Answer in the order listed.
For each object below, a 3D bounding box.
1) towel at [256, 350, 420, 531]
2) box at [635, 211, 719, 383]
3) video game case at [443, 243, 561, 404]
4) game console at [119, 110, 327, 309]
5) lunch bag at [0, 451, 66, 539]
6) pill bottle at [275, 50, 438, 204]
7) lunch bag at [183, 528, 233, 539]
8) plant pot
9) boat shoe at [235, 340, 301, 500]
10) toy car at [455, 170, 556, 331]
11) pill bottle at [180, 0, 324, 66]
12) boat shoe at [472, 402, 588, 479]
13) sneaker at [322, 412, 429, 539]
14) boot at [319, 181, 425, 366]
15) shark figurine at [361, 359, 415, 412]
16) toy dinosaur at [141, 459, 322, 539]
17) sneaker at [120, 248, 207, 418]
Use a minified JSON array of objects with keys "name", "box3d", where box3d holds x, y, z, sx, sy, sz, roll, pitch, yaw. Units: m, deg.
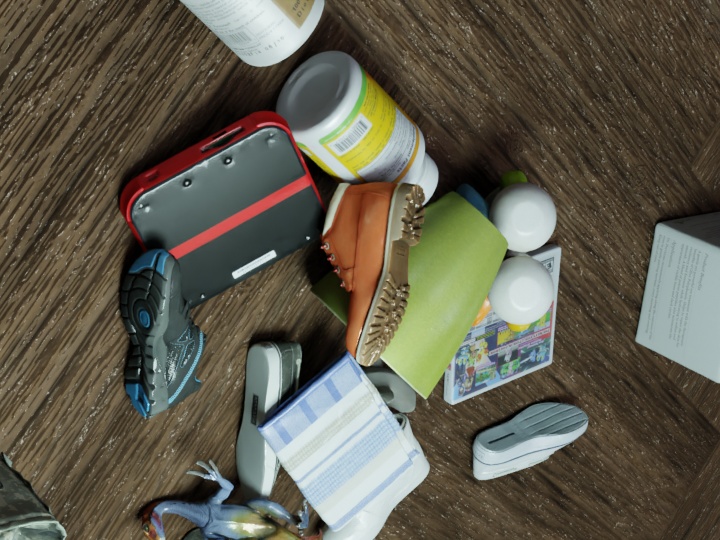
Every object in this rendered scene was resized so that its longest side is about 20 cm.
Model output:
[{"name":"towel","box3d":[-0.024,0.206,1.585,0.147,0.024,0.201,-40,124,-11]},{"name":"box","box3d":[0.555,0.033,2.015,0.198,0.171,0.202,-11,116,-37]},{"name":"video game case","box3d":[0.195,0.072,1.824,0.198,0.023,0.185,-18,120,-36]},{"name":"game console","box3d":[-0.143,-0.063,1.426,0.198,0.031,0.178,-29,133,-5]},{"name":"lunch bag","box3d":[-0.402,0.264,1.288,0.199,0.163,0.118,-39,132,-22]},{"name":"pill bottle","box3d":[0.004,-0.146,1.495,0.112,0.111,0.200,-56,134,-6]},{"name":"lunch bag","box3d":[-0.158,0.428,1.574,0.139,0.167,0.202,31,87,-44]},{"name":"plant pot","box3d":[0.073,0.012,1.554,0.200,0.187,0.187,-48,133,-2]},{"name":"boat shoe","box3d":[-0.102,0.182,1.577,0.063,0.070,0.203,-4,110,-35]},{"name":"toy car","box3d":[0.163,-0.025,1.670,0.148,0.175,0.203,1,94,0]},{"name":"pill bottle","box3d":[-0.134,-0.302,1.301,0.115,0.114,0.200,-56,134,-6]},{"name":"boat shoe","box3d":[0.239,0.247,1.919,0.198,0.074,0.067,-11,131,-27]},{"name":"sneaker","box3d":[0.002,0.272,1.716,0.200,0.073,0.116,-45,131,-30]},{"name":"boot","box3d":[0.000,0.000,1.448,0.075,0.106,0.203,29,71,-67]},{"name":"shark figurine","box3d":[-0.005,0.164,1.645,0.213,0.089,0.130,-22,119,-32]},{"name":"toy dinosaur","box3d":[-0.157,0.306,1.543,0.201,0.179,0.106,68,31,-57]},{"name":"sneaker","box3d":[-0.210,0.060,1.437,0.081,0.073,0.202,-19,131,-37]}]
